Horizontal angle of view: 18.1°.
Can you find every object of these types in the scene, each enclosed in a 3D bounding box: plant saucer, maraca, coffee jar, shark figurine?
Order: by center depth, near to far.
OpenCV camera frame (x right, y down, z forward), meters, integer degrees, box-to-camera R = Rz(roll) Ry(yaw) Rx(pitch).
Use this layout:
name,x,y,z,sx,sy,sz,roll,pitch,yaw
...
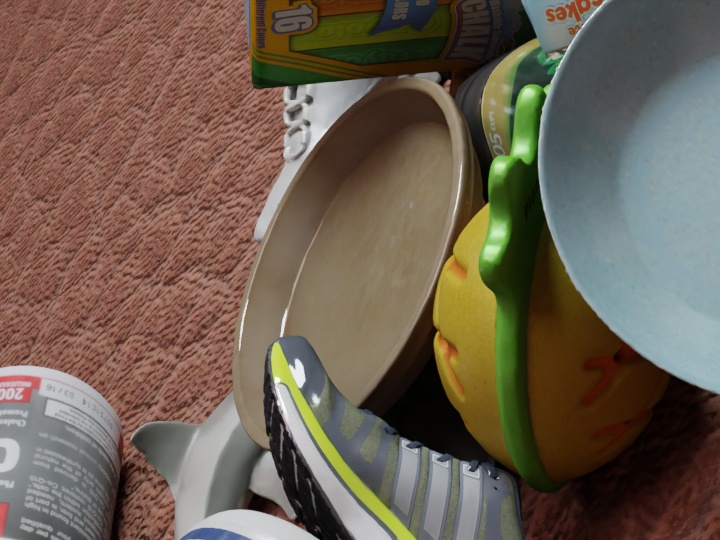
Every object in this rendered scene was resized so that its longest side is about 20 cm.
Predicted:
name,x,y,z,sx,sy,sz,roll,pitch,yaw
plant saucer,0.172,-0.039,0.944,0.201,0.201,0.039,-60,-5,-13
maraca,0.083,0.011,0.997,0.107,0.200,0.137,3,46,18
coffee jar,0.133,-0.066,1.080,0.085,0.104,0.200,-34,16,-30
plant saucer,0.000,0.000,1.122,0.200,0.029,0.200,-44,33,39
shark figurine,-0.088,0.124,1.222,0.128,0.089,0.215,-30,33,39

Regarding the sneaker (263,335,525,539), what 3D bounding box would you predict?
name,x,y,z,sx,sy,sz,roll,pitch,yaw
sneaker,0.025,0.106,1.010,0.081,0.200,0.074,-31,-18,-19

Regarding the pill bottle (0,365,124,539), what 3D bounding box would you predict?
name,x,y,z,sx,sy,sz,roll,pitch,yaw
pill bottle,-0.205,0.163,1.322,0.114,0.114,0.200,-35,32,30

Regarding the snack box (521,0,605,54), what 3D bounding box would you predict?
name,x,y,z,sx,sy,sz,roll,pitch,yaw
snack box,0.161,-0.167,1.116,0.116,0.037,0.200,-20,13,27

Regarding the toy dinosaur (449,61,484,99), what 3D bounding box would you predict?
name,x,y,z,sx,sy,sz,roll,pitch,yaw
toy dinosaur,0.069,-0.115,1.228,0.060,0.106,0.200,-22,48,40

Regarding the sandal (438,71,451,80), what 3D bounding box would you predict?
name,x,y,z,sx,sy,sz,roll,pitch,yaw
sandal,0.123,-0.166,1.270,0.200,0.075,0.048,-30,8,24

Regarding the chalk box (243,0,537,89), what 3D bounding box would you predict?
name,x,y,z,sx,sy,sz,roll,pitch,yaw
chalk box,0.035,-0.184,1.172,0.125,0.199,0.124,91,172,-59

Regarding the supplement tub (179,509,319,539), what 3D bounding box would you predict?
name,x,y,z,sx,sy,sz,roll,pitch,yaw
supplement tub,-0.081,0.214,0.968,0.200,0.145,0.145,-40,19,-32

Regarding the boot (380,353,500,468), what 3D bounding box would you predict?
name,x,y,z,sx,sy,sz,roll,pitch,yaw
boot,0.009,0.108,1.124,0.182,0.072,0.200,-17,51,51

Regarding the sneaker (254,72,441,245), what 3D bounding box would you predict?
name,x,y,z,sx,sy,sz,roll,pitch,yaw
sneaker,-0.017,-0.100,1.371,0.074,0.087,0.200,4,62,56
